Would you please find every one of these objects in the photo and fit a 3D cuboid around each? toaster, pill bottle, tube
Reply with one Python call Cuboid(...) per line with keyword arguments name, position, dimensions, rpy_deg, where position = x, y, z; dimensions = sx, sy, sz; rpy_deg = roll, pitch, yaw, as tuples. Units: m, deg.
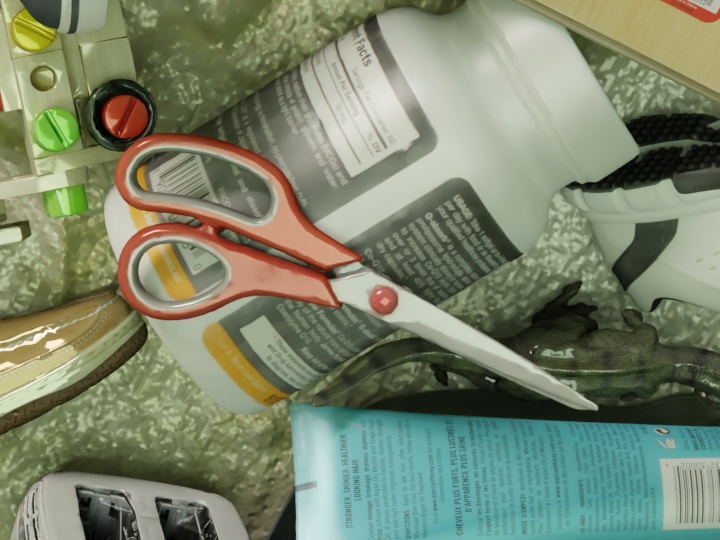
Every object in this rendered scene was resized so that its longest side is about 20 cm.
Cuboid(name="toaster", position=(-0.101, 0.171, 0.874), dimensions=(0.114, 0.200, 0.129), rpy_deg=(10, 107, -14))
Cuboid(name="pill bottle", position=(0.005, -0.036, 0.857), dimensions=(0.200, 0.116, 0.116), rpy_deg=(-31, 105, 8))
Cuboid(name="tube", position=(0.072, 0.089, 0.850), dimensions=(0.200, 0.077, 0.050), rpy_deg=(1, 145, -10))

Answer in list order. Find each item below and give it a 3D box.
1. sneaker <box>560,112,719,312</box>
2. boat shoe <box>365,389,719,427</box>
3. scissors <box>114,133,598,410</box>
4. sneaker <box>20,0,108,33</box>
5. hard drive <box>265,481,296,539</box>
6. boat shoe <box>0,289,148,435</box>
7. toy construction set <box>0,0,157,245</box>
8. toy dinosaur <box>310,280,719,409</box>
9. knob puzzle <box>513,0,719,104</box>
Cuboid(name="sneaker", position=(0.181, -0.023, 0.857), dimensions=(0.200, 0.074, 0.080), rpy_deg=(1, 125, 42))
Cuboid(name="boat shoe", position=(0.099, 0.088, 0.918), dimensions=(0.200, 0.076, 0.060), rpy_deg=(4, 101, -1))
Cuboid(name="scissors", position=(0.000, 0.000, 0.796), dimensions=(0.200, 0.014, 0.073), rpy_deg=(13, 97, 5))
Cuboid(name="sneaker", position=(-0.151, -0.167, 0.765), dimensions=(0.079, 0.078, 0.200), rpy_deg=(-14, 67, -18))
Cuboid(name="hard drive", position=(0.053, 0.143, 0.919), dimensions=(0.200, 0.042, 0.135), rpy_deg=(19, 141, -5))
Cuboid(name="boat shoe", position=(-0.192, 0.045, 0.906), dimensions=(0.200, 0.072, 0.076), rpy_deg=(-24, 94, 6))
Cuboid(name="toy construction set", position=(-0.158, -0.089, 0.851), dimensions=(0.131, 0.092, 0.200), rpy_deg=(-13, 113, -15))
Cuboid(name="toy dinosaur", position=(0.072, 0.036, 0.887), dimensions=(0.200, 0.088, 0.047), rpy_deg=(0, 101, -10))
Cuboid(name="knob puzzle", position=(0.116, -0.178, 0.827), dimensions=(0.220, 0.030, 0.220), rpy_deg=(0, 71, 1))
